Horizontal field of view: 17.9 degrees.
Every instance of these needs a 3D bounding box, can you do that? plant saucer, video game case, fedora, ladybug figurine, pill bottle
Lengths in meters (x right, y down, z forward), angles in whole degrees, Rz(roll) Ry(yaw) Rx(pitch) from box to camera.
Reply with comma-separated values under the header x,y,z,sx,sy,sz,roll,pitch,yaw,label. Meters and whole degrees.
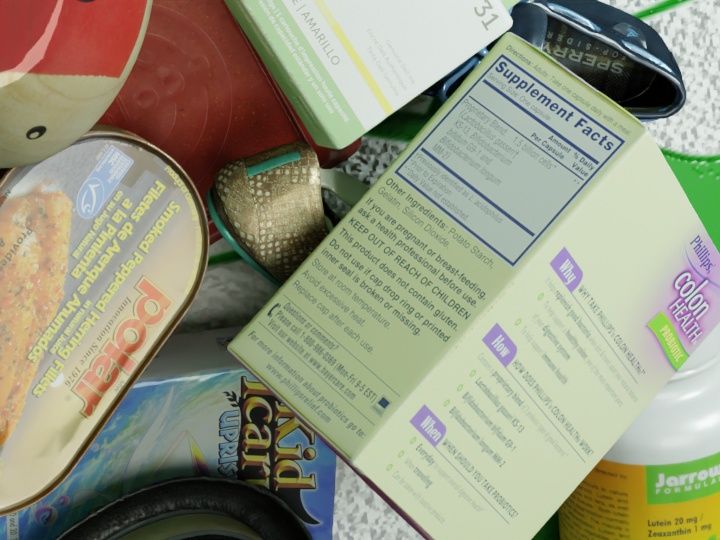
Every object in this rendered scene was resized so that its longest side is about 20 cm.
x,y,z,sx,sy,sz,roll,pitch,yaw,label
-0.116,-0.079,1.091,0.199,0.037,0.201,-32,122,-4,plant saucer
-0.103,0.129,1.181,0.180,0.045,0.201,-8,120,-19,video game case
-0.089,0.204,1.126,0.199,0.092,0.202,-13,117,-26,fedora
-0.155,-0.145,0.994,0.135,0.072,0.202,1,94,-4,ladybug figurine
0.160,0.102,1.239,0.110,0.111,0.201,-14,118,-15,pill bottle

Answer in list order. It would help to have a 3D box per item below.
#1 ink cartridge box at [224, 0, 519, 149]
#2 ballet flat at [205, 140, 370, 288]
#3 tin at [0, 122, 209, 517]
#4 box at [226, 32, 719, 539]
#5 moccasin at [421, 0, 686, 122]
x,y,z,sx,sy,sz,roll,pitch,yaw,label
0.025,-0.170,1.050,0.199,0.048,0.146,-36,102,-9,ink cartridge box
0.000,0.000,1.128,0.065,0.071,0.200,-30,144,13,ballet flat
-0.153,0.023,1.069,0.112,0.042,0.201,36,91,-20,tin
0.065,0.023,1.091,0.200,0.097,0.176,-48,145,-3,box
0.074,-0.115,1.128,0.198,0.068,0.081,3,113,-22,moccasin
